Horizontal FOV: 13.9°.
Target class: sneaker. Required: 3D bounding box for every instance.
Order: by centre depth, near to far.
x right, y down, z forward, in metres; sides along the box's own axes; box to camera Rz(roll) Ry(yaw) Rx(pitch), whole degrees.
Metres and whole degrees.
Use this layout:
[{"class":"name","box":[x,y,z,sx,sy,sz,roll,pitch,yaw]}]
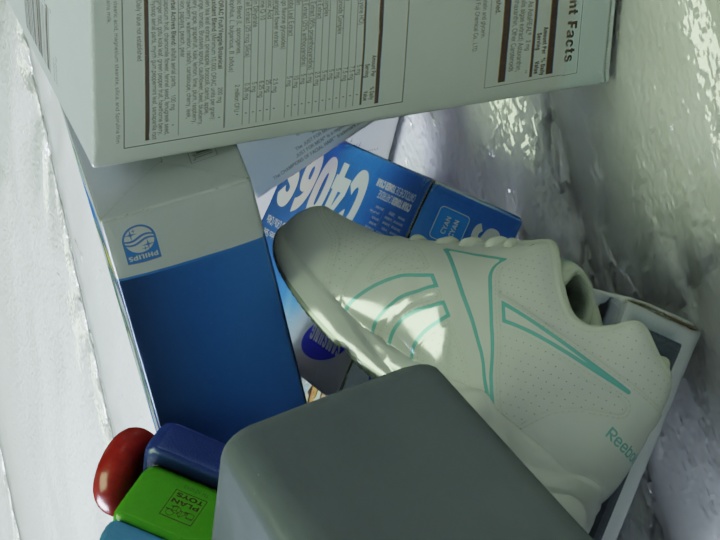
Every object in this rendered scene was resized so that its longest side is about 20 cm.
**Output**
[{"class":"sneaker","box":[0.041,0.021,1.051,0.070,0.080,0.200,43,178,-43]}]

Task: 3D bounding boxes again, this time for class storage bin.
[{"class":"storage bin","box":[0.005,0.138,0.958,0.134,0.145,0.200,52,149,34]}]

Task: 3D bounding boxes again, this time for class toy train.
[{"class":"toy train","box":[-0.080,0.162,1.092,0.116,0.084,0.200,-53,-20,-44]}]

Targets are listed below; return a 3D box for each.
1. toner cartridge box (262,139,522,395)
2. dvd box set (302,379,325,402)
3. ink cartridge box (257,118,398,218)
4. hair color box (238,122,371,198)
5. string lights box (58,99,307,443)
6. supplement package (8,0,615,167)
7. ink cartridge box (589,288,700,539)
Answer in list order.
[{"class":"toner cartridge box","box":[0.000,0.000,1.223,0.095,0.043,0.200,-67,18,2]},{"class":"dvd box set","box":[-0.012,0.080,1.322,0.146,0.029,0.201,147,140,-71]},{"class":"ink cartridge box","box":[-0.049,-0.079,1.414,0.200,0.085,0.146,107,149,-54]},{"class":"hair color box","box":[-0.052,-0.143,1.212,0.200,0.111,0.064,60,174,-34]},{"class":"string lights box","box":[-0.057,0.029,1.131,0.103,0.059,0.201,-114,9,-56]},{"class":"supplement package","box":[-0.023,-0.152,1.079,0.152,0.199,0.151,-121,27,-50]},{"class":"ink cartridge box","box":[0.039,0.096,1.134,0.201,0.043,0.198,-69,20,-2]}]
